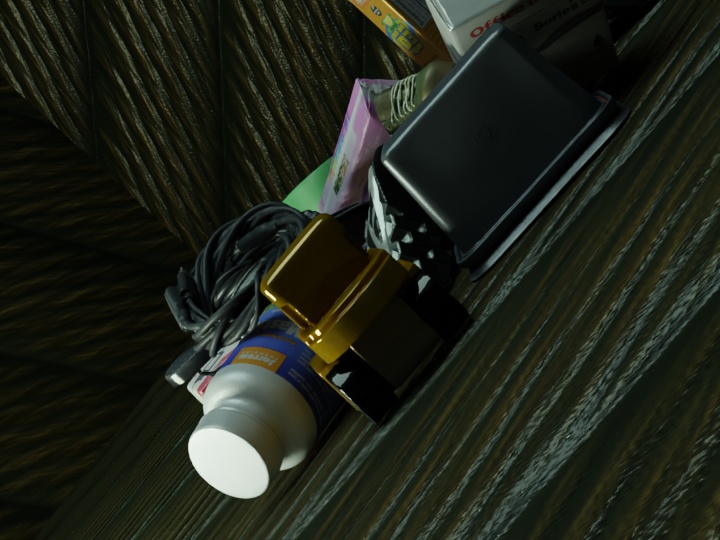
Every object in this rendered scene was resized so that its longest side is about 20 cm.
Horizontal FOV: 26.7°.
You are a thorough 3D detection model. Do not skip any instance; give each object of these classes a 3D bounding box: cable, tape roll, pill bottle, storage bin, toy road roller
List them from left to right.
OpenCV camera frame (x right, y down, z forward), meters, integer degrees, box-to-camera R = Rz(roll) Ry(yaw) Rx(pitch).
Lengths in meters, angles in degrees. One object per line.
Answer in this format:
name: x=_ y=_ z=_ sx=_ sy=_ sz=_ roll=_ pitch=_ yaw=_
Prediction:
cable: x=-0.109 y=0.006 z=1.453 sx=0.163 sy=0.051 sz=0.200 roll=-40 pitch=23 yaw=-3
cable: x=-0.109 y=-0.001 z=1.634 sx=0.163 sy=0.051 sz=0.200 roll=-38 pitch=8 yaw=-13
pill bottle: x=-0.076 y=0.110 z=1.389 sx=0.112 sy=0.112 sz=0.200 roll=-42 pitch=9 yaw=43
toy road roller: x=-0.008 y=0.027 z=1.263 sx=0.123 sy=0.146 sz=0.200 roll=-48 pitch=6 yaw=-4
tape roll: x=-0.009 y=-0.112 z=1.864 sx=0.200 sy=0.048 sz=0.200 roll=-37 pitch=-6 yaw=-4
storage bin: x=0.117 y=-0.118 z=1.339 sx=0.200 sy=0.134 sz=0.146 roll=-46 pitch=7 yaw=10

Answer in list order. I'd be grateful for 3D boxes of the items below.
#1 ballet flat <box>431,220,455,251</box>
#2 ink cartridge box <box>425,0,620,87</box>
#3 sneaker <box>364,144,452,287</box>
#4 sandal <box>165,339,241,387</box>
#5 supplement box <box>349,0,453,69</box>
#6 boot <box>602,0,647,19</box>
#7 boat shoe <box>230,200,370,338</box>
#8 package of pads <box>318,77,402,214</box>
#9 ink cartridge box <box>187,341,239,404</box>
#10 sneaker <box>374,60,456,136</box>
ballet flat: x=0.127 y=-0.090 z=1.464 sx=0.200 sy=0.067 sz=0.073 roll=-46 pitch=27 yaw=25
ink cartridge box: x=0.152 y=-0.236 z=1.432 sx=0.144 sy=0.085 sz=0.200 roll=-30 pitch=-29 yaw=4
sneaker: x=0.031 y=-0.035 z=1.462 sx=0.202 sy=0.073 sz=0.089 roll=-96 pitch=29 yaw=-43
sandal: x=-0.118 y=0.067 z=1.560 sx=0.200 sy=0.043 sz=0.076 roll=-35 pitch=3 yaw=-42
supplement box: x=0.083 y=-0.264 z=1.676 sx=0.069 sy=0.200 sz=0.066 roll=-49 pitch=6 yaw=-19
boot: x=0.285 y=-0.323 z=1.676 sx=0.202 sy=0.074 sz=0.153 roll=-24 pitch=4 yaw=33
boat shoe: x=-0.048 y=-0.005 z=1.502 sx=0.198 sy=0.075 sz=0.066 roll=-31 pitch=-6 yaw=-16
package of pads: x=0.032 y=-0.121 z=1.694 sx=0.076 sy=0.119 sz=0.201 roll=-108 pitch=26 yaw=-43
ink cartridge box: x=-0.128 y=0.116 z=1.828 sx=0.145 sy=0.084 sz=0.200 roll=-49 pitch=6 yaw=-10
sneaker: x=0.054 y=-0.154 z=1.472 sx=0.200 sy=0.089 sz=0.068 roll=53 pitch=-130 yaw=-75
